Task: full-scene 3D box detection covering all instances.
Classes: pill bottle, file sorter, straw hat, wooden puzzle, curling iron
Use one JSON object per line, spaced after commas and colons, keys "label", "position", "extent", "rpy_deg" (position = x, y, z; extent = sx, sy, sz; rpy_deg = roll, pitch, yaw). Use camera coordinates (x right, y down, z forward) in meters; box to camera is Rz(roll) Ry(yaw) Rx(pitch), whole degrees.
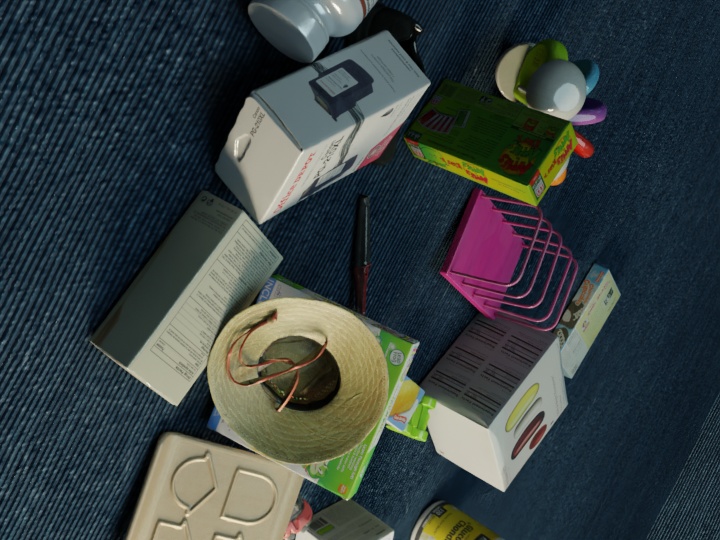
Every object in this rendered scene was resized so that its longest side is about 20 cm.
{"label": "pill bottle", "position": [0.191, 0.494, 1.707], "extent": [0.112, 0.199, 0.113], "rpy_deg": [-30, 133, -38]}
{"label": "pill bottle", "position": [-0.023, -0.314, 1.003], "extent": [0.201, 0.112, 0.112], "rpy_deg": [-54, 144, -13]}
{"label": "file sorter", "position": [0.235, -0.009, 1.495], "extent": [0.200, 0.124, 0.140], "rpy_deg": [39, 71, -53]}
{"label": "straw hat", "position": [-0.069, 0.108, 1.103], "extent": [0.198, 0.085, 0.204], "rpy_deg": [-1, 104, -4]}
{"label": "wooden puzzle", "position": [-0.182, 0.300, 1.195], "extent": [0.198, 0.046, 0.187], "rpy_deg": [19, 91, -26]}
{"label": "curling iron", "position": [0.000, 0.000, 1.295], "extent": [0.050, 0.025, 0.202], "rpy_deg": [-48, 147, -67]}

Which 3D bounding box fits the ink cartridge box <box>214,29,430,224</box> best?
{"label": "ink cartridge box", "position": [-0.041, -0.153, 1.051], "extent": [0.199, 0.085, 0.145], "rpy_deg": [-33, 169, -36]}

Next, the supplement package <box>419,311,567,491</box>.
{"label": "supplement package", "position": [0.220, 0.206, 1.610], "extent": [0.200, 0.146, 0.192], "rpy_deg": [-47, 141, -23]}

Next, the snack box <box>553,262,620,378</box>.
{"label": "snack box", "position": [0.429, 0.098, 1.904], "extent": [0.201, 0.037, 0.116], "rpy_deg": [-57, 145, -10]}

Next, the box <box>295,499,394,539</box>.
{"label": "box", "position": [-0.035, 0.466, 1.485], "extent": [0.112, 0.101, 0.202], "rpy_deg": [-16, 123, -46]}

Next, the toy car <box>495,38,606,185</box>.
{"label": "toy car", "position": [0.264, -0.212, 1.355], "extent": [0.148, 0.175, 0.202], "rpy_deg": [5, 111, -17]}

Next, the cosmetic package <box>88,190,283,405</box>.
{"label": "cosmetic package", "position": [-0.181, 0.029, 1.048], "extent": [0.201, 0.071, 0.105], "rpy_deg": [-54, 144, -14]}

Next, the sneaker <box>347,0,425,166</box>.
{"label": "sneaker", "position": [0.032, -0.210, 1.158], "extent": [0.076, 0.090, 0.202], "rpy_deg": [-34, 137, -37]}

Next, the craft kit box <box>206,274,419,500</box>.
{"label": "craft kit box", "position": [-0.057, 0.135, 1.168], "extent": [0.202, 0.196, 0.048], "rpy_deg": [-66, 165, 6]}

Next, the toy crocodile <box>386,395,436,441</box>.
{"label": "toy crocodile", "position": [0.066, 0.209, 1.463], "extent": [0.200, 0.061, 0.068], "rpy_deg": [43, 61, -64]}

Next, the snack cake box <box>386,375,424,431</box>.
{"label": "snack cake box", "position": [-0.010, 0.133, 1.297], "extent": [0.068, 0.114, 0.200], "rpy_deg": [-58, 145, -9]}

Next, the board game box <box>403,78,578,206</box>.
{"label": "board game box", "position": [0.163, -0.166, 1.256], "extent": [0.102, 0.199, 0.048], "rpy_deg": [-55, 144, -11]}

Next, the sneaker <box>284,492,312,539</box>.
{"label": "sneaker", "position": [-0.157, 0.326, 1.272], "extent": [0.199, 0.071, 0.099], "rpy_deg": [-26, 114, -27]}
